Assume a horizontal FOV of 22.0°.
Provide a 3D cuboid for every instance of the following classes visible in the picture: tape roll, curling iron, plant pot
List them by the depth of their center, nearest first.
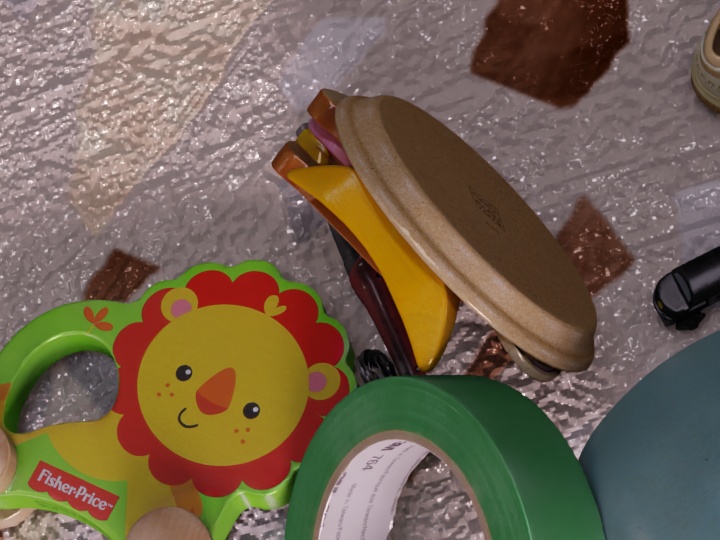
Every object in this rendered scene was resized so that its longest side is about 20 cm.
[{"bbox_3d":[0.195,0.124,0.869,0.200,0.201,0.161,-37,59,-2],"label":"plant pot"},{"bbox_3d":[0.036,0.151,0.897,0.200,0.048,0.202,-4,86,54],"label":"tape roll"},{"bbox_3d":[0.000,0.000,1.019,0.025,0.049,0.201,-32,59,26],"label":"curling iron"}]

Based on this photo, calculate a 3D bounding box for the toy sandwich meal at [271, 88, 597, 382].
[{"bbox_3d":[0.037,-0.013,0.952,0.070,0.205,0.206,-43,69,17],"label":"toy sandwich meal"}]

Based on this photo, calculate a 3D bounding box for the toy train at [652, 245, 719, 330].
[{"bbox_3d":[0.244,-0.027,0.978,0.199,0.046,0.034,-28,70,1],"label":"toy train"}]

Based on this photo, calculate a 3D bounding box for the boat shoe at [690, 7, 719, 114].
[{"bbox_3d":[0.257,-0.169,1.010,0.073,0.063,0.200,37,82,19],"label":"boat shoe"}]

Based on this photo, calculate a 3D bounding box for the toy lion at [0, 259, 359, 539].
[{"bbox_3d":[-0.107,0.075,1.011,0.199,0.069,0.192,21,71,17],"label":"toy lion"}]
